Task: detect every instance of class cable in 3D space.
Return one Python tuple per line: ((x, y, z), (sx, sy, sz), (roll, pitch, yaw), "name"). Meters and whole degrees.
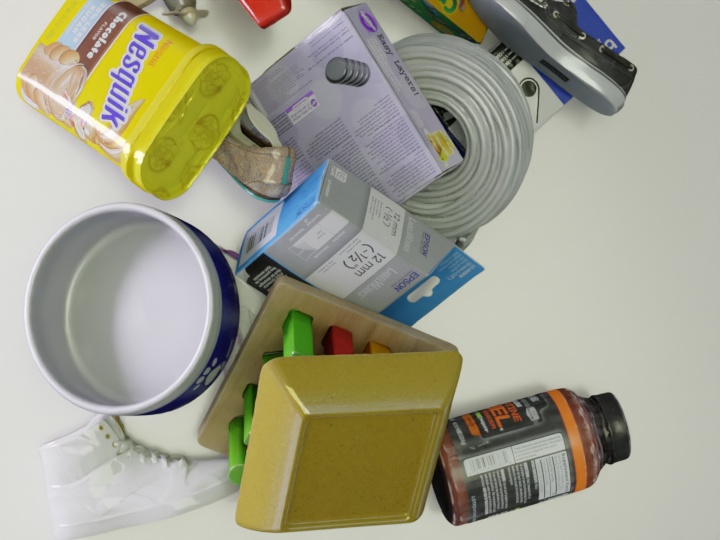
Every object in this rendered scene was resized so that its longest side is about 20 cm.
((0.072, -0.131, 1.595), (0.200, 0.069, 0.200), (42, 116, 4), "cable")

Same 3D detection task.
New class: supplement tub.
((0.169, 0.182, 1.622), (0.198, 0.107, 0.108), (-15, 91, -9), "supplement tub")

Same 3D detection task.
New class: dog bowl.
((-0.219, 0.039, 1.546), (0.198, 0.079, 0.203), (-2, 83, 17), "dog bowl")

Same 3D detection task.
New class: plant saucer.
((-0.006, 0.172, 1.502), (0.198, 0.049, 0.202), (-1, 124, -20), "plant saucer")

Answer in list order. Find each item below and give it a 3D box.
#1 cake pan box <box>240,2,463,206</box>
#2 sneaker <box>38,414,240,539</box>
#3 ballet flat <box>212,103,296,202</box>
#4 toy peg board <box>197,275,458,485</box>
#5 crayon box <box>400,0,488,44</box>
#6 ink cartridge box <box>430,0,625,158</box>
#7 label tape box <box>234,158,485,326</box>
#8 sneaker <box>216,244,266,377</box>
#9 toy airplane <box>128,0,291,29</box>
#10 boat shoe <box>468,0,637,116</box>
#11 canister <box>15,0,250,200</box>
((-0.023, -0.130, 1.569), (0.199, 0.052, 0.185), (-35, 86, 36), "cake pan box")
((-0.217, 0.187, 1.584), (0.198, 0.074, 0.117), (-13, 94, -7), "sneaker")
((-0.130, -0.140, 1.563), (0.199, 0.068, 0.068), (35, 117, 31), "ballet flat")
((-0.031, 0.142, 1.545), (0.197, 0.098, 0.201), (22, 115, -15), "toy peg board")
((0.068, -0.326, 1.592), (0.199, 0.058, 0.120), (30, 84, -40), "crayon box")
((0.169, -0.197, 1.659), (0.200, 0.044, 0.094), (-43, 96, -7), "ink cartridge box")
((0.000, 0.000, 1.554), (0.199, 0.143, 0.067), (34, 43, -20), "label tape box")
((-0.115, 0.059, 1.599), (0.099, 0.075, 0.200), (-41, 95, -7), "sneaker")
((-0.124, -0.332, 1.590), (0.198, 0.141, 0.201), (11, 74, 29), "toy airplane")
((0.197, -0.239, 1.608), (0.199, 0.070, 0.067), (36, 77, -9), "boat shoe")
((-0.222, -0.176, 1.536), (0.199, 0.087, 0.149), (32, 86, 32), "canister")
